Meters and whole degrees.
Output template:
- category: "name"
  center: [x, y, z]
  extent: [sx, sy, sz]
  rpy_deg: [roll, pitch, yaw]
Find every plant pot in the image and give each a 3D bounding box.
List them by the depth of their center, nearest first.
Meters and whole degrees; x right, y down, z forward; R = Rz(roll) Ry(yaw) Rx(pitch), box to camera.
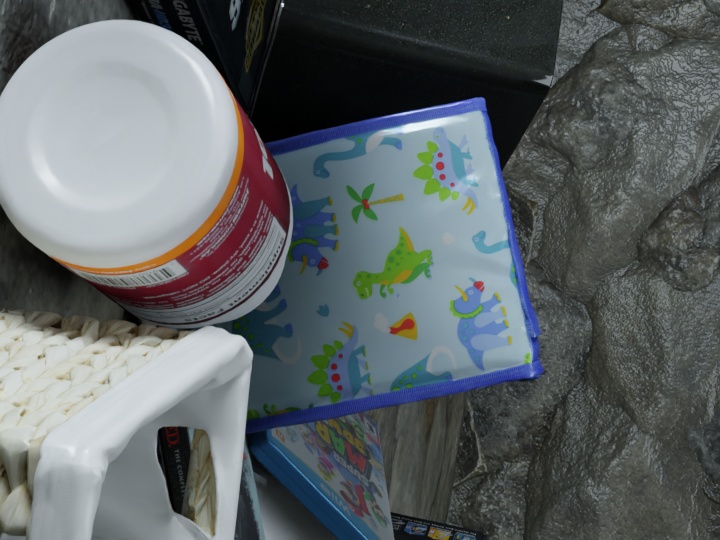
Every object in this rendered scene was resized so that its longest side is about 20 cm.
- category: "plant pot"
  center: [0.032, -0.163, 0.981]
  extent: [0.200, 0.177, 0.201]
  rpy_deg: [116, -14, -61]

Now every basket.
- category: "basket"
  center: [-0.133, 0.099, 0.610]
  extent: [0.200, 0.123, 0.136]
  rpy_deg: [-36, 135, -74]

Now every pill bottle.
- category: "pill bottle"
  center: [-0.096, -0.035, 0.730]
  extent: [0.200, 0.113, 0.113]
  rpy_deg: [61, 39, -75]

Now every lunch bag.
- category: "lunch bag"
  center: [0.000, 0.000, 0.894]
  extent: [0.127, 0.199, 0.171]
  rpy_deg: [-7, 84, -68]

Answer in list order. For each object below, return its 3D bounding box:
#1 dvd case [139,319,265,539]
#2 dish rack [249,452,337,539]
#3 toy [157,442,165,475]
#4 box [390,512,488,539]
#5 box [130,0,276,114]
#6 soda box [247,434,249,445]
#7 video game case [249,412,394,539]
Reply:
- category: "dvd case"
  center: [-0.094, 0.110, 0.914]
  extent: [0.146, 0.022, 0.201]
  rpy_deg: [50, 27, -75]
- category: "dish rack"
  center: [-0.059, 0.218, 1.021]
  extent: [0.200, 0.043, 0.172]
  rpy_deg: [37, 54, -36]
- category: "toy"
  center: [-0.134, 0.156, 0.854]
  extent: [0.115, 0.047, 0.200]
  rpy_deg: [87, 16, -52]
- category: "box"
  center: [-0.007, 0.243, 1.185]
  extent: [0.160, 0.199, 0.044]
  rpy_deg: [-50, 149, -69]
- category: "box"
  center: [-0.078, -0.214, 0.863]
  extent: [0.159, 0.046, 0.201]
  rpy_deg: [73, 28, -68]
- category: "soda box"
  center: [-0.060, 0.157, 1.191]
  extent: [0.200, 0.070, 0.064]
  rpy_deg: [-62, 159, -62]
- category: "video game case"
  center: [-0.029, 0.123, 1.089]
  extent: [0.143, 0.018, 0.200]
  rpy_deg: [48, 13, -21]
